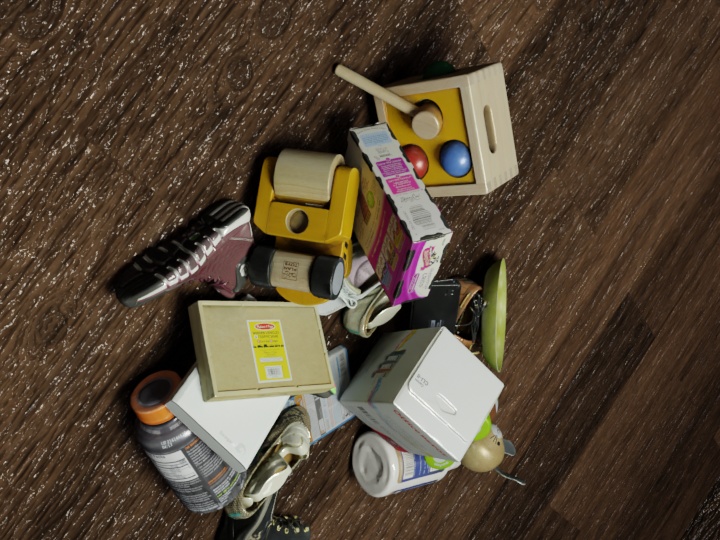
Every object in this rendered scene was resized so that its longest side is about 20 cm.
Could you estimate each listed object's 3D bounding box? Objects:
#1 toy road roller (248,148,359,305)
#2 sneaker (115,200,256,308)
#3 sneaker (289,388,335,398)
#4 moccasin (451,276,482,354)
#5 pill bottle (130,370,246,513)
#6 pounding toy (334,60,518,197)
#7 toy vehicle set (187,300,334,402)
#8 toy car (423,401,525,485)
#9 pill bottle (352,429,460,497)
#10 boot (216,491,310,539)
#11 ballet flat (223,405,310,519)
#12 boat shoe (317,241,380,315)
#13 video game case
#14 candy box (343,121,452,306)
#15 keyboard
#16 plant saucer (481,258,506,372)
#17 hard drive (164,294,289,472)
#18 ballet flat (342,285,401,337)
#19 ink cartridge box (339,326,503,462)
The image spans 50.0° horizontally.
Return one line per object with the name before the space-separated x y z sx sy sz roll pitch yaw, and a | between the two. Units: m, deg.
toy road roller | -0.065 -0.054 1.044 0.146 0.121 0.203 1 97 -75
sneaker | -0.205 0.010 0.984 0.199 0.075 0.116 -38 134 -22
sneaker | -0.126 0.162 1.134 0.198 0.077 0.085 15 106 -33
moccasin | 0.174 0.115 1.368 0.073 0.077 0.204 3 108 -44
pill bottle | -0.234 0.226 1.039 0.106 0.106 0.202 -37 131 -22
pounding toy | 0.092 -0.206 1.066 0.142 0.182 0.203 -32 115 -47
toy vehicle set | -0.128 0.105 1.032 0.198 0.026 0.126 4 66 -43
toy car | 0.210 0.281 1.319 0.199 0.165 0.158 39 112 -16
pill bottle | 0.090 0.328 1.374 0.198 0.110 0.113 0 111 -41
boot | -0.141 0.398 1.233 0.153 0.073 0.206 10 107 -47
ballet flat | -0.119 0.281 1.128 0.068 0.075 0.200 54 54 -18
boat shoe | 0.002 0.001 1.128 0.201 0.065 0.075 -34 117 10
video game case | -0.095 0.222 1.223 0.199 0.018 0.145 -28 127 -30
candy box | 0.039 -0.076 1.023 0.060 0.201 0.137 -15 148 -22
keyboard | 0.142 0.087 1.275 0.125 0.021 0.202 -1 135 -3
plant saucer | 0.238 0.079 1.380 0.200 0.031 0.203 2 90 -74
hard drive | -0.154 0.144 1.025 0.132 0.026 0.201 46 43 -15
ballet flat | 0.057 0.036 1.237 0.200 0.062 0.068 -44 133 -17
ink cartridge box | 0.092 0.191 1.204 0.145 0.199 0.145 42 69 -15
